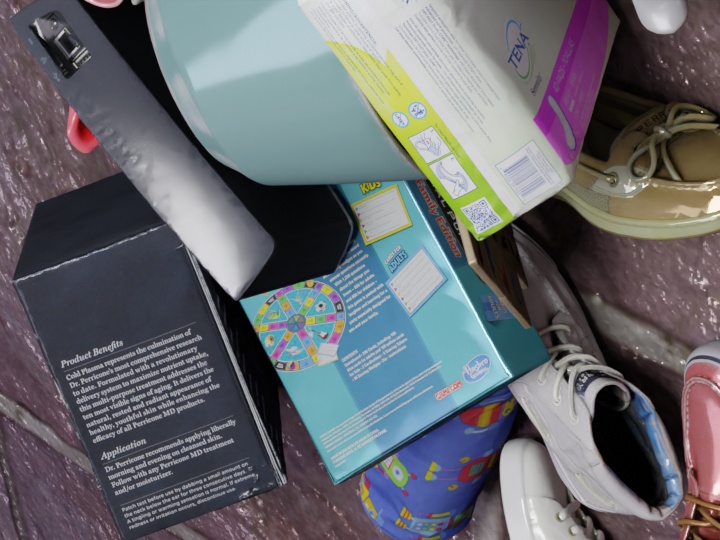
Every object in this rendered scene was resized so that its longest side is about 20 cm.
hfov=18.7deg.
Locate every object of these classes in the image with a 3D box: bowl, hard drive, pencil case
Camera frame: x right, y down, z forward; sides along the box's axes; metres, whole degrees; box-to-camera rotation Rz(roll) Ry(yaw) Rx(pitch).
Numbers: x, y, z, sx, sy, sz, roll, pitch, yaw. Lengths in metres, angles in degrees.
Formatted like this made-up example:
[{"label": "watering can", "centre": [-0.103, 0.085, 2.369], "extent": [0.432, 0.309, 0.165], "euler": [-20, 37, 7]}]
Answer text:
[{"label": "bowl", "centre": [-0.040, -0.124, 1.130], "extent": [0.104, 0.201, 0.202], "euler": [-21, 102, 16]}, {"label": "hard drive", "centre": [-0.092, -0.077, 1.196], "extent": [0.042, 0.135, 0.200], "euler": [-44, 78, 23]}, {"label": "pencil case", "centre": [0.051, 0.095, 1.387], "extent": [0.087, 0.078, 0.201], "euler": [47, 149, 22]}]

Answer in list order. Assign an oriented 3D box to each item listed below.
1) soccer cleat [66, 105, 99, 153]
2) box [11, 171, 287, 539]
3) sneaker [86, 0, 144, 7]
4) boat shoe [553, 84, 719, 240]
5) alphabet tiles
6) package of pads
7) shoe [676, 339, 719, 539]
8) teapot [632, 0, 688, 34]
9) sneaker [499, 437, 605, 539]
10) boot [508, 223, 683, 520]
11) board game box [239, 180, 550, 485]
[{"label": "soccer cleat", "centre": [-0.104, -0.120, 1.303], "extent": [0.199, 0.077, 0.067], "euler": [-11, 143, 46]}, {"label": "box", "centre": [-0.141, 0.047, 1.498], "extent": [0.200, 0.123, 0.198], "euler": [-103, -6, -74]}, {"label": "sneaker", "centre": [-0.125, -0.196, 1.183], "extent": [0.075, 0.200, 0.106], "euler": [13, 100, 17]}, {"label": "boat shoe", "centre": [0.134, -0.070, 1.152], "extent": [0.200, 0.073, 0.064], "euler": [26, 141, 51]}, {"label": "alphabet tiles", "centre": [0.054, -0.062, 1.161], "extent": [0.200, 0.006, 0.168], "euler": [44, -150, -67]}, {"label": "package of pads", "centre": [0.052, -0.131, 1.068], "extent": [0.068, 0.200, 0.155], "euler": [-30, 110, 27]}, {"label": "shoe", "centre": [0.205, 0.146, 1.211], "extent": [0.071, 0.091, 0.202], "euler": [4, 120, 52]}, {"label": "teapot", "centre": [0.090, -0.239, 1.002], "extent": [0.196, 0.202, 0.146], "euler": [20, -179, 5]}, {"label": "sneaker", "centre": [0.152, 0.192, 1.368], "extent": [0.084, 0.073, 0.202], "euler": [-21, 91, 22]}, {"label": "boot", "centre": [0.122, 0.054, 1.255], "extent": [0.201, 0.073, 0.095], "euler": [56, 166, -11]}, {"label": "board game box", "centre": [0.000, 0.000, 1.260], "extent": [0.151, 0.047, 0.201], "euler": [-33, 81, 37]}]
